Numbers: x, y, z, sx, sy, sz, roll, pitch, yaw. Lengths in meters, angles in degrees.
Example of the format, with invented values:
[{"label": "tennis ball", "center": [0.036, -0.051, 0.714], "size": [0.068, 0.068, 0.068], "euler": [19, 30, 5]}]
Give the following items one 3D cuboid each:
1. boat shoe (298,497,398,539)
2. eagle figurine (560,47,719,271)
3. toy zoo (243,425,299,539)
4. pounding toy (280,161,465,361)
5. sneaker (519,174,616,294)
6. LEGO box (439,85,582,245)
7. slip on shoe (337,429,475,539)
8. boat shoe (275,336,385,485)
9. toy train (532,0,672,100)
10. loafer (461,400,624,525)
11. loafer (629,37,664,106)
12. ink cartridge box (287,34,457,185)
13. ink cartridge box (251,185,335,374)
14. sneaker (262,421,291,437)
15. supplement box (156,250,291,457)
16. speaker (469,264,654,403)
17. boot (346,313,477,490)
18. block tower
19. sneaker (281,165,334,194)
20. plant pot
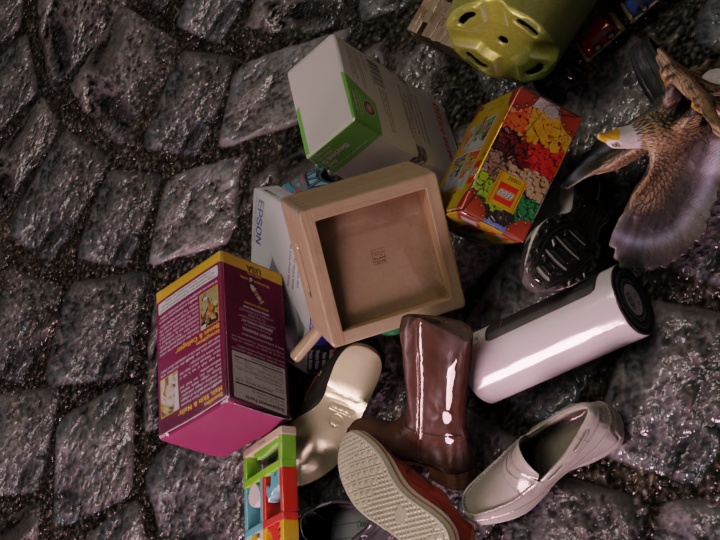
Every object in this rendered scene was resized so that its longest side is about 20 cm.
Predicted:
[{"label": "boat shoe", "center": [-0.037, 0.291, 1.719], "size": [0.199, 0.066, 0.075], "euler": [-10, 64, 41]}, {"label": "eagle figurine", "center": [0.296, -0.121, 1.528], "size": [0.200, 0.151, 0.152], "euler": [106, -174, -46]}, {"label": "toy zoo", "center": [-0.104, 0.291, 1.759], "size": [0.131, 0.020, 0.200], "euler": [140, 132, -59]}, {"label": "pounding toy", "center": [0.000, 0.000, 1.703], "size": [0.184, 0.200, 0.142], "euler": [-17, 15, -11]}, {"label": "sneaker", "center": [0.210, -0.032, 1.617], "size": [0.079, 0.074, 0.200], "euler": [-38, 10, 40]}, {"label": "LEGO box", "center": [0.153, -0.110, 1.675], "size": [0.149, 0.077, 0.200], "euler": [-64, 7, -3]}, {"label": "slip on shoe", "center": [0.046, 0.241, 1.630], "size": [0.200, 0.061, 0.074], "euler": [38, 113, 37]}, {"label": "boat shoe", "center": [-0.033, 0.164, 1.793], "size": [0.201, 0.074, 0.063], "euler": [-60, 3, 16]}, {"label": "toy train", "center": [0.275, -0.269, 1.738], "size": [0.200, 0.046, 0.034], "euler": [-40, 46, 21]}, {"label": "loafer", "center": [0.176, 0.194, 1.562], "size": [0.200, 0.070, 0.070], "euler": [-40, 46, 22]}, {"label": "loafer", "center": [0.350, -0.177, 1.599], "size": [0.070, 0.068, 0.201], "euler": [-43, 52, 23]}, {"label": "ink cartridge box", "center": [0.020, -0.168, 1.817], "size": [0.084, 0.200, 0.146], "euler": [-37, 47, 27]}, {"label": "ink cartridge box", "center": [-0.068, 0.018, 1.848], "size": [0.200, 0.041, 0.200], "euler": [29, 122, 48]}, {"label": "sneaker", "center": [-0.130, 0.145, 1.887], "size": [0.082, 0.074, 0.200], "euler": [-53, 43, 6]}, {"label": "supplement box", "center": [-0.163, 0.099, 1.804], "size": [0.131, 0.103, 0.200], "euler": [-30, 51, 36]}, {"label": "speaker", "center": [0.202, 0.070, 1.599], "size": [0.200, 0.081, 0.081], "euler": [-28, 51, 32]}, {"label": "boot", "center": [0.051, 0.121, 1.645], "size": [0.186, 0.064, 0.200], "euler": [15, 124, 37]}, {"label": "block tower", "center": [0.138, -0.285, 1.875], "size": [0.200, 0.054, 0.058], "euler": [30, 91, 49]}, {"label": "sneaker", "center": [-0.021, -0.067, 1.889], "size": [0.096, 0.079, 0.200], "euler": [-40, 56, -9]}, {"label": "plant pot", "center": [0.186, -0.320, 1.708], "size": [0.200, 0.200, 0.184], "euler": [-3, 51, 43]}]
